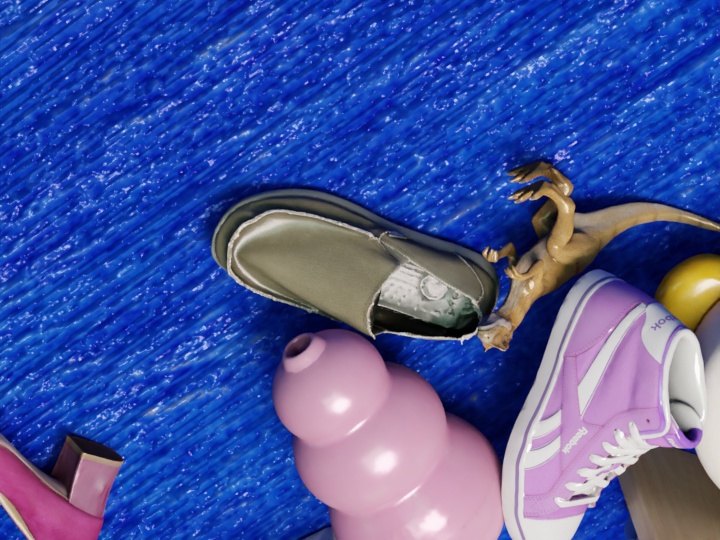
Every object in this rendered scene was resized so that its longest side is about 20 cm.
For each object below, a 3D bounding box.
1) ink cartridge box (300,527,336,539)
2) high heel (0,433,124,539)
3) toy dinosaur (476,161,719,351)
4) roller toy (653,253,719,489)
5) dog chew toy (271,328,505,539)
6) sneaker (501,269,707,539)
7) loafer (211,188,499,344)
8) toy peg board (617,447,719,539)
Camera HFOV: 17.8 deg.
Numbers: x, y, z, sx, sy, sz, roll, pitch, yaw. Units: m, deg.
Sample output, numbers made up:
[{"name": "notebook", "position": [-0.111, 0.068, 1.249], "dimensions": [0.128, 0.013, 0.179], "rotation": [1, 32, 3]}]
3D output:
[{"name": "ink cartridge box", "position": [-0.001, 0.296, 1.615], "dimensions": [0.066, 0.116, 0.201], "rotation": [-26, 111, 6]}, {"name": "high heel", "position": [-0.258, 0.146, 1.545], "dimensions": [0.199, 0.067, 0.097], "rotation": [19, 100, -27]}, {"name": "toy dinosaur", "position": [0.142, -0.022, 1.534], "dimensions": [0.200, 0.060, 0.107], "rotation": [-33, 111, -16]}, {"name": "roller toy", "position": [0.303, 0.066, 1.533], "dimensions": [0.199, 0.140, 0.183], "rotation": [-10, 119, 8]}, {"name": "dog chew toy", "position": [0.013, 0.119, 1.534], "dimensions": [0.124, 0.125, 0.200], "rotation": [-32, 119, 9]}, {"name": "sneaker", "position": [0.161, 0.113, 1.493], "dimensions": [0.072, 0.114, 0.201], "rotation": [-10, 122, -43]}, {"name": "loafer", "position": [0.000, 0.000, 1.523], "dimensions": [0.199, 0.070, 0.076], "rotation": [12, 110, -8]}, {"name": "toy peg board", "position": [0.262, 0.222, 1.558], "dimensions": [0.198, 0.200, 0.098], "rotation": [17, 110, -11]}]
